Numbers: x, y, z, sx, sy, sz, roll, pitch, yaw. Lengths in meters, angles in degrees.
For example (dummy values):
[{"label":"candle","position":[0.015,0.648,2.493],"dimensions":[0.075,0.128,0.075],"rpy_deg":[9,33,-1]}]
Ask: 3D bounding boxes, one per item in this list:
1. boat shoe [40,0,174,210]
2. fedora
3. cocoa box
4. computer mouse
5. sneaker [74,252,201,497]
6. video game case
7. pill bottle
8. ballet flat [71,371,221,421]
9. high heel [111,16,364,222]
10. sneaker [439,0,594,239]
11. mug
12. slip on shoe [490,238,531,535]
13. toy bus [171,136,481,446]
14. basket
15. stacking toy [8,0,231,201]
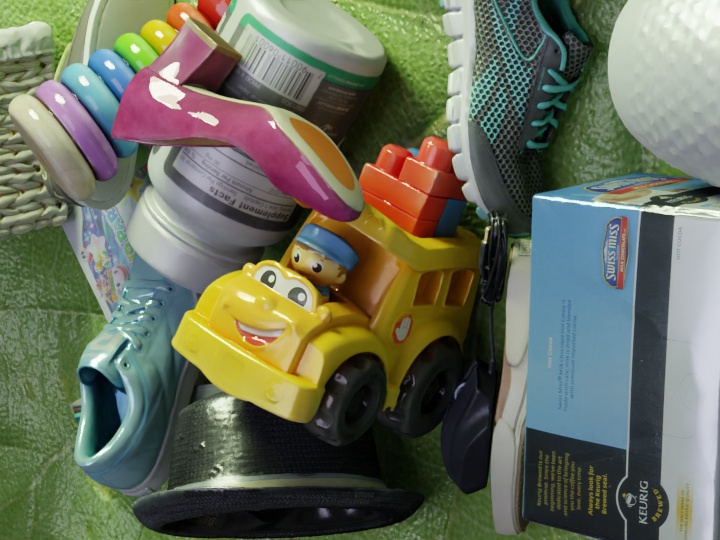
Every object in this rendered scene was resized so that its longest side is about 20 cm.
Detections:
[{"label":"boat shoe","position":[-0.190,-0.147,1.372],"dimensions":[0.060,0.072,0.203],"rpy_deg":[9,85,46]},{"label":"fedora","position":[-0.056,0.128,1.268],"dimensions":[0.200,0.200,0.092],"rpy_deg":[-15,71,38]},{"label":"cocoa box","position":[0.183,0.051,1.096],"dimensions":[0.131,0.133,0.201],"rpy_deg":[9,103,36]},{"label":"computer mouse","position":[0.072,0.053,1.190],"dimensions":[0.034,0.059,0.201],"rpy_deg":[6,113,6]},{"label":"sneaker","position":[-0.161,0.058,1.340],"dimensions":[0.074,0.082,0.201],"rpy_deg":[-5,72,31]},{"label":"video game case","position":[-0.152,-0.057,1.407],"dimensions":[0.200,0.018,0.144],"rpy_deg":[-36,77,36]},{"label":"pill bottle","position":[-0.075,-0.089,1.270],"dimensions":[0.113,0.113,0.201],"rpy_deg":[41,113,24]},{"label":"ballet flat","position":[-0.131,0.096,1.401],"dimensions":[0.199,0.067,0.064],"rpy_deg":[4,73,36]},{"label":"high heel","position":[-0.080,-0.069,1.161],"dimensions":[0.200,0.067,0.096],"rpy_deg":[45,104,28]},{"label":"sneaker","position":[0.104,-0.120,1.168],"dimensions":[0.091,0.077,0.201],"rpy_deg":[-3,98,34]},{"label":"mug","position":[0.241,-0.134,1.030],"dimensions":[0.175,0.147,0.201],"rpy_deg":[10,74,43]},{"label":"slip on shoe","position":[0.118,0.079,1.198],"dimensions":[0.060,0.076,0.201],"rpy_deg":[5,104,5]},{"label":"toy bus","position":[0.000,0.000,1.195],"dimensions":[0.135,0.200,0.193],"rpy_deg":[31,107,30]},{"label":"basket","position":[-0.354,-0.095,1.435],"dimensions":[0.199,0.198,0.162],"rpy_deg":[-2,101,45]},{"label":"stacking toy","position":[-0.143,-0.138,1.303],"dimensions":[0.200,0.085,0.085],"rpy_deg":[-38,69,-11]}]
